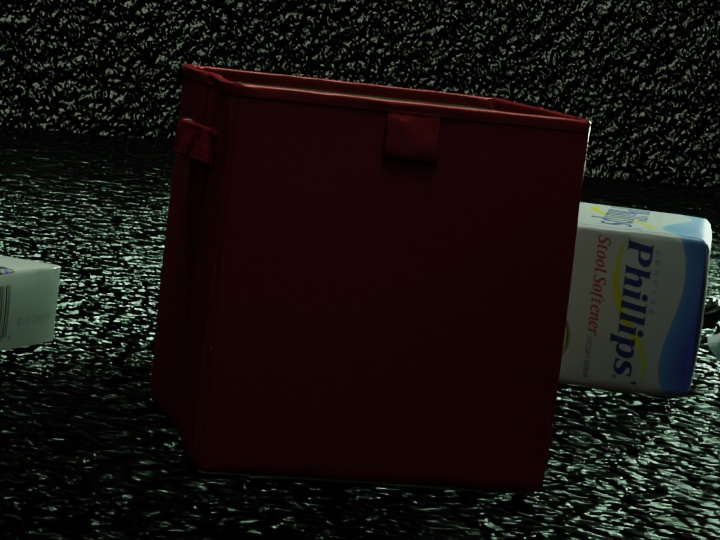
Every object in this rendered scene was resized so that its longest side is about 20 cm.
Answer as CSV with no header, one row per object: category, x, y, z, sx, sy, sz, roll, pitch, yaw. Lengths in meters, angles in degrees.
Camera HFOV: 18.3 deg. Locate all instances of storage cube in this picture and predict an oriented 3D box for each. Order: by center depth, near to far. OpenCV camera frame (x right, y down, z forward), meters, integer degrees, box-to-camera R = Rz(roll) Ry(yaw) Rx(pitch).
storage cube,0.000,0.000,1.100,0.198,0.182,0.171,6,7,-14

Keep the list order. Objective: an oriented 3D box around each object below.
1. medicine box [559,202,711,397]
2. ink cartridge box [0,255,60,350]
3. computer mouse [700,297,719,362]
medicine box,0.127,0.010,1.469,0.198,0.104,0.182,7,7,8
ink cartridge box,-0.288,0.008,1.299,0.198,0.051,0.109,10,8,23
computer mouse,0.286,0.047,1.561,0.109,0.044,0.199,1,8,-44
